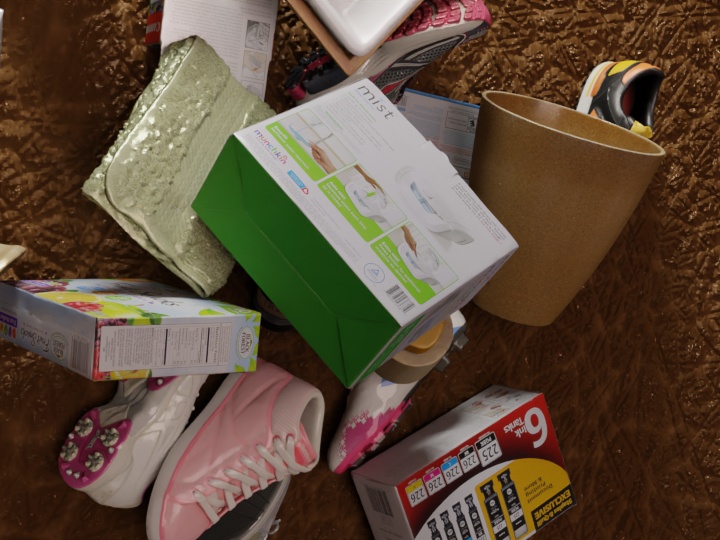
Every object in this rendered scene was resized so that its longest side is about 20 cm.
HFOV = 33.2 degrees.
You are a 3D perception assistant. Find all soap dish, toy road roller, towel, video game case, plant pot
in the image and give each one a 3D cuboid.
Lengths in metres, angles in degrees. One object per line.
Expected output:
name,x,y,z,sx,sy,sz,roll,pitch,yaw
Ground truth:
soap dish,0.000,-0.298,1.071,0.200,0.081,0.157,-48,114,-13
toy road roller,0.000,0.000,1.105,0.199,0.123,0.147,26,71,0
towel,-0.134,-0.090,1.008,0.148,0.036,0.201,42,50,-25
video game case,0.048,-0.078,1.208,0.142,0.018,0.201,9,90,-29
plant pot,0.179,-0.055,1.203,0.185,0.186,0.201,7,111,-28

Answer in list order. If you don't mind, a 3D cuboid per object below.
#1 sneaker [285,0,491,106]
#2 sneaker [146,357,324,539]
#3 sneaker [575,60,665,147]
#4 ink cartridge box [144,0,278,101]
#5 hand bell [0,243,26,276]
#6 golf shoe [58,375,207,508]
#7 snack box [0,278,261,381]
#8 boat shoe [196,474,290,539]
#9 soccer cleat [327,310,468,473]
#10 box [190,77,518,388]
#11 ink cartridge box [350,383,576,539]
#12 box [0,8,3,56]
sneaker,0.031,-0.195,1.126,0.199,0.081,0.075,-24,121,17
sneaker,-0.103,0.171,1.073,0.201,0.104,0.076,-58,148,-28
sneaker,0.263,-0.129,1.274,0.070,0.090,0.201,20,84,-27
ink cartridge box,-0.133,-0.227,1.083,0.108,0.050,0.201,6,92,-28
hand bell,-0.375,-0.054,0.965,0.104,0.104,0.200,-45,99,-17
golf shoe,-0.182,0.124,1.083,0.200,0.075,0.092,-51,135,-17
snack box,-0.192,0.043,0.975,0.142,0.199,0.053,1,97,-38
boat shoe,-0.129,0.253,1.118,0.203,0.074,0.065,-59,152,-14
soccer cleat,0.020,0.105,1.188,0.086,0.070,0.200,40,84,8
box,-0.001,-0.039,0.980,0.200,0.097,0.176,48,43,10
ink cartridge box,0.114,0.239,1.221,0.199,0.084,0.177,-28,106,-29
box,-0.349,-0.108,0.902,0.112,0.101,0.201,16,64,-12
